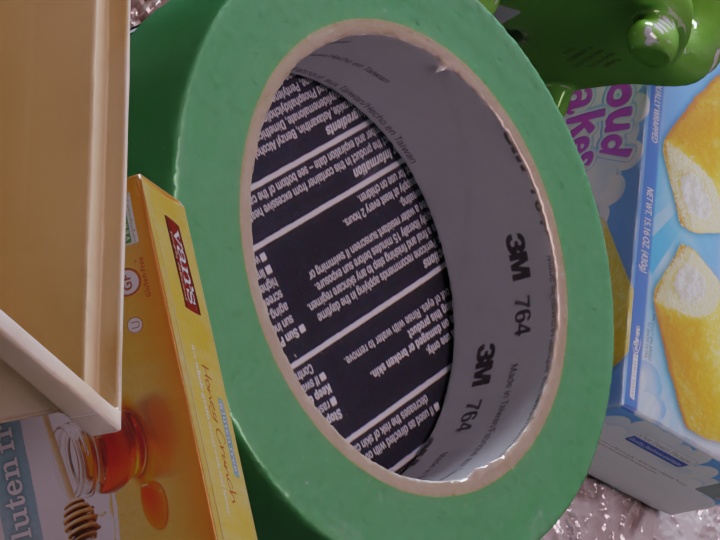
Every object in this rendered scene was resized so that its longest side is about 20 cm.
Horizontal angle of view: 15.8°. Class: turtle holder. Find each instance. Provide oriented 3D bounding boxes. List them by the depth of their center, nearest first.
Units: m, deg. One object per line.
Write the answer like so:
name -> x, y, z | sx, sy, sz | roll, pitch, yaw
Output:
turtle holder -> 0.077, -0.135, 1.026 | 0.185, 0.141, 0.132 | 3, 73, -1

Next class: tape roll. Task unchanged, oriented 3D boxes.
tape roll -> 0.000, 0.000, 0.807 | 0.200, 0.048, 0.201 | 18, 65, -43

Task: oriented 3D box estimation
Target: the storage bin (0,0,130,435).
storage bin -> -0.142, -0.081, 0.630 | 0.200, 0.093, 0.199 | 47, 36, -53

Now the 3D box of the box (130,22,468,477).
box -> -0.063, 0.023, 0.857 | 0.200, 0.123, 0.199 | -31, 100, -47

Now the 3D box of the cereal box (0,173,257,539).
cereal box -> -0.130, 0.072, 0.706 | 0.040, 0.199, 0.144 | 36, 38, -70

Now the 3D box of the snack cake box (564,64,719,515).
snack cake box -> 0.130, -0.009, 1.120 | 0.115, 0.067, 0.201 | 27, 59, -38
